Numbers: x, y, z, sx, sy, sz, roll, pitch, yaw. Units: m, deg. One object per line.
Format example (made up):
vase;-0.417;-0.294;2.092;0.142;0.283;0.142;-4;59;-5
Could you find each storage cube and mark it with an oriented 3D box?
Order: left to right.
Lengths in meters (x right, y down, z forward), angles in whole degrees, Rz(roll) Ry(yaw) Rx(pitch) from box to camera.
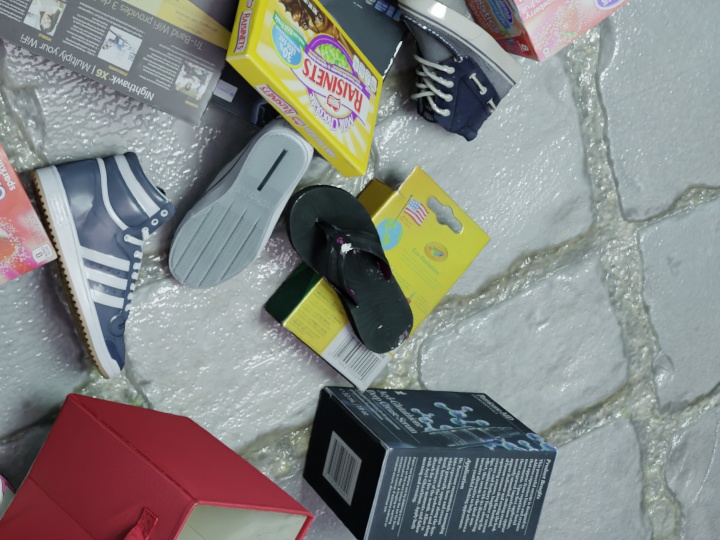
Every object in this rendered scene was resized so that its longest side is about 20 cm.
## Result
storage cube;-0.186;0.234;1.173;0.200;0.180;0.171;22;98;-57

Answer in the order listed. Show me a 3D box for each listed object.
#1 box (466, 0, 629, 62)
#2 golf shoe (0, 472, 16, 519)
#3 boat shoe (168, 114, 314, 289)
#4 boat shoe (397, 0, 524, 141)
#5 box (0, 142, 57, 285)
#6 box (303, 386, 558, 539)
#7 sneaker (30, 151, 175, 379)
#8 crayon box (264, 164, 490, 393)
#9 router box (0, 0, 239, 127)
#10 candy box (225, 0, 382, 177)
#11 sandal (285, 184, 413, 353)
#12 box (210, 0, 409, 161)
box;0.203;-0.293;1.253;0.200;0.103;0.095;-36;120;-12
golf shoe;-0.352;0.189;1.152;0.073;0.092;0.200;-39;122;-11
boat shoe;-0.098;-0.063;1.188;0.074;0.067;0.200;39;122;-12
boat shoe;0.077;-0.182;1.217;0.093;0.075;0.200;-58;146;6
box;-0.334;-0.083;1.058;0.100;0.095;0.200;-28;118;-15
box;0.069;0.195;1.335;0.200;0.148;0.107;6;106;-29
sneaker;-0.209;-0.007;1.166;0.108;0.070;0.200;-20;113;-18
crayon box;0.019;0.003;1.297;0.200;0.051;0.127;-49;122;-3
router box;-0.190;-0.228;1.073;0.200;0.052;0.157;24;95;-14
candy box;-0.041;-0.166;1.101;0.200;0.026;0.102;41;56;-53
sandal;0.001;0.000;1.223;0.075;0.048;0.200;-41;125;-11
box;-0.068;-0.205;1.181;0.200;0.044;0.160;25;95;-32
